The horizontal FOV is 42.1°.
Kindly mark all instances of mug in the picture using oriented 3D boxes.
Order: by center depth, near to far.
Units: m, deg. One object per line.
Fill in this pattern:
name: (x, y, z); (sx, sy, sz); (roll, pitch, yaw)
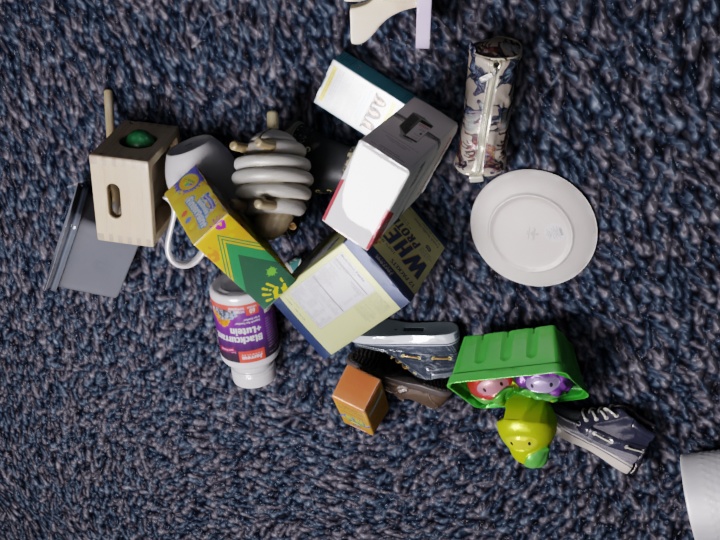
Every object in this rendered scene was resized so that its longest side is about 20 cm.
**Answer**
mug: (0.613, 0.363, 1.476); (0.175, 0.148, 0.200); (-12, 143, 21)

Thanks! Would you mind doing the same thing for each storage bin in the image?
storage bin: (-0.489, -0.048, 1.736); (0.134, 0.146, 0.200); (18, 128, -20)

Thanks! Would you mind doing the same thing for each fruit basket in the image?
fruit basket: (0.255, 0.207, 1.498); (0.215, 0.216, 0.155); (-10, 151, 28)

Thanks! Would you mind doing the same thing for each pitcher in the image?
pitcher: (-0.273, -0.112, 1.581); (0.171, 0.121, 0.200); (-25, 115, -11)

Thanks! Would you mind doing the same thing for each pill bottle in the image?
pill bottle: (-0.205, 0.109, 1.700); (0.111, 0.111, 0.201); (6, 120, 21)

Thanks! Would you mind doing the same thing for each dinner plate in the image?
dinner plate: (0.265, -0.060, 1.450); (0.199, 0.024, 0.201); (10, 121, 17)

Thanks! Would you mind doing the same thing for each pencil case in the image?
pencil case: (0.183, -0.231, 1.349); (0.078, 0.089, 0.201); (14, 123, 16)

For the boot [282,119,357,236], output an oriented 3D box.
boot: (-0.064, -0.130, 1.520); (0.153, 0.073, 0.204); (20, 120, 19)

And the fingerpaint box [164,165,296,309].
fingerpaint box: (-0.205, -0.053, 1.452); (0.073, 0.200, 0.167); (-42, 126, 1)

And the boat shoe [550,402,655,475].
boat shoe: (0.390, 0.247, 1.548); (0.200, 0.075, 0.093); (29, 112, 4)

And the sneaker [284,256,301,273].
sneaker: (-0.080, 0.059, 1.641); (0.093, 0.070, 0.200); (-40, 117, 2)

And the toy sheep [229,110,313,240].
toy sheep: (-0.136, -0.146, 1.433); (0.137, 0.138, 0.201); (3, 89, 22)

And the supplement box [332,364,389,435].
supplement box: (0.002, 0.230, 1.641); (0.066, 0.069, 0.200); (23, 164, 15)

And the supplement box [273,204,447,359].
supplement box: (0.000, 0.000, 1.492); (0.200, 0.200, 0.134); (-36, 100, 35)

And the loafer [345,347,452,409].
loafer: (0.065, 0.198, 1.654); (0.199, 0.073, 0.071); (20, 124, 13)

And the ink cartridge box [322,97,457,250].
ink cartridge box: (0.045, -0.142, 1.332); (0.083, 0.200, 0.147); (33, 126, 7)

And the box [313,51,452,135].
box: (0.034, -0.245, 1.431); (0.200, 0.049, 0.082); (33, 126, 4)

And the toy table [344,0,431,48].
toy table: (0.042, -0.404, 1.275); (0.117, 0.184, 0.201); (2, 111, 4)

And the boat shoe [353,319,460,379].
boat shoe: (0.076, 0.140, 1.616); (0.200, 0.071, 0.091); (1, 114, 21)

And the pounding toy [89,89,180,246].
pounding toy: (-0.393, -0.178, 1.594); (0.142, 0.184, 0.201); (7, 121, 6)
